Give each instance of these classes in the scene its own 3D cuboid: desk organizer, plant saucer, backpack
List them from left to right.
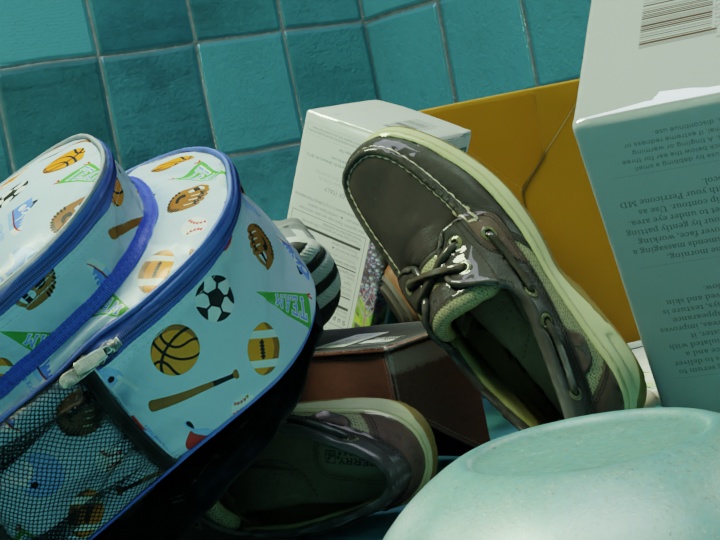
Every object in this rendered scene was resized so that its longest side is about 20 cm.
[{"bbox_3d":[-0.119,0.024,0.730,0.190,0.154,0.200,-33,31,-5],"label":"backpack"},{"bbox_3d":[-0.024,0.077,0.903,0.072,0.077,0.199,-16,6,-44],"label":"desk organizer"},{"bbox_3d":[0.097,0.089,0.660,0.200,0.039,0.201,-12,4,1],"label":"plant saucer"}]

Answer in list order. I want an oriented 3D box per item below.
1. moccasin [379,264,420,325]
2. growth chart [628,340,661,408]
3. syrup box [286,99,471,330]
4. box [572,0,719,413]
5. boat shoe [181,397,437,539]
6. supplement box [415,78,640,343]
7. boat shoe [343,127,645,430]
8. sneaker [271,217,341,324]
[{"bbox_3d":[0.083,0.021,0.969,0.078,0.074,0.201,-43,-35,21],"label":"moccasin"},{"bbox_3d":[0.191,0.059,0.990,0.144,0.018,0.200,-13,4,-11],"label":"growth chart"},{"bbox_3d":[0.000,0.000,1.003,0.081,0.201,0.079,22,21,30],"label":"syrup box"},{"bbox_3d":[0.190,-0.046,0.813,0.106,0.201,0.153,-10,37,21],"label":"box"},{"bbox_3d":[-0.065,0.097,0.771,0.199,0.074,0.065,-11,0,18],"label":"boat shoe"},{"bbox_3d":[0.094,-0.026,1.170,0.132,0.198,0.200,-12,4,-12],"label":"supplement box"},{"bbox_3d":[0.060,0.009,0.800,0.065,0.200,0.073,-29,-19,-52],"label":"boat shoe"},{"bbox_3d":[-0.104,0.033,0.893,0.199,0.075,0.116,-29,24,2],"label":"sneaker"}]
